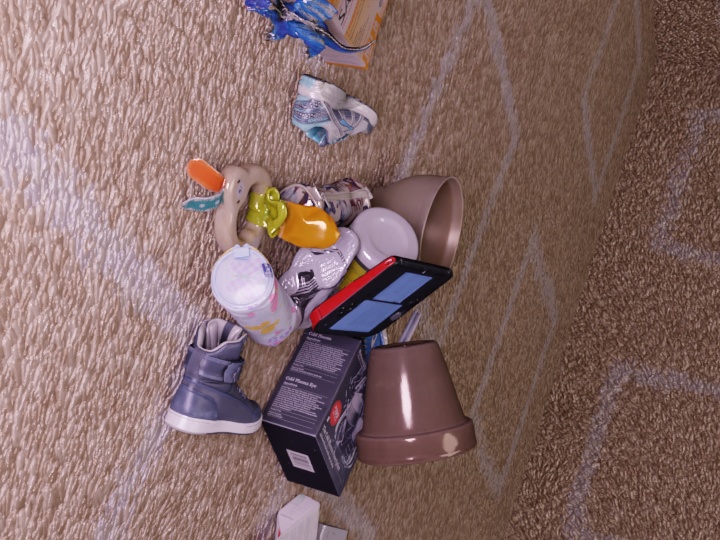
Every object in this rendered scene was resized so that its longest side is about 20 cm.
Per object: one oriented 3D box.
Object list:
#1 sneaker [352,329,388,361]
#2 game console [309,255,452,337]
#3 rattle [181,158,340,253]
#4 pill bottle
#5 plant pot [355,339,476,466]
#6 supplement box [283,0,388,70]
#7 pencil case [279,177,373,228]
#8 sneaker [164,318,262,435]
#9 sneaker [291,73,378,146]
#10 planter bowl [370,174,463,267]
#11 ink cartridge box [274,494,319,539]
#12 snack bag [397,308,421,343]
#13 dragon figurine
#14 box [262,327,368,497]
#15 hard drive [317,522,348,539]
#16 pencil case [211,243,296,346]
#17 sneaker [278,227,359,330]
[{"bbox_3d":[0.002,0.107,1.967,0.088,0.078,0.204,-4,104,-51],"label":"sneaker"},{"bbox_3d":[0.031,0.042,1.665,0.199,0.176,0.031,10,51,-60],"label":"game console"},{"bbox_3d":[-0.129,-0.075,1.453,0.131,0.142,0.200,-52,159,-10],"label":"rattle"},{"bbox_3d":[0.000,0.000,1.738,0.113,0.112,0.200,-57,-175,-39],"label":"pill bottle"},{"bbox_3d":[0.082,0.206,1.809,0.200,0.197,0.178,-7,90,-66],"label":"plant pot"},{"bbox_3d":[-0.033,-0.386,1.584,0.200,0.072,0.128,41,64,-65],"label":"supplement box"},{"bbox_3d":[-0.053,-0.095,1.678,0.199,0.088,0.079,-16,87,-64],"label":"pencil case"},{"bbox_3d":[-0.176,0.144,1.530,0.202,0.076,0.149,15,91,-67],"label":"sneaker"},{"bbox_3d":[-0.045,-0.225,1.669,0.199,0.077,0.088,16,99,-61],"label":"sneaker"},{"bbox_3d":[0.082,-0.075,1.954,0.200,0.133,0.204,13,90,-68],"label":"planter bowl"},{"bbox_3d":[-0.138,0.486,1.864,0.199,0.049,0.164,-24,124,-58],"label":"ink cartridge box"},{"bbox_3d":[0.052,0.192,2.082,0.201,0.021,0.190,110,6,-53],"label":"snack bag"},{"bbox_3d":[-0.067,-0.318,1.457,0.099,0.197,0.060,176,-66,-73],"label":"dragon figurine"},{"bbox_3d":[-0.060,0.229,1.824,0.201,0.102,0.184,74,35,-51],"label":"box"},{"bbox_3d":[-0.082,0.567,2.062,0.132,0.026,0.203,41,64,-65],"label":"hard drive"},{"bbox_3d":[-0.141,0.036,1.510,0.200,0.082,0.092,69,2,-70],"label":"pencil case"},{"bbox_3d":[-0.067,0.016,1.668,0.200,0.075,0.115,-48,169,12],"label":"sneaker"}]
